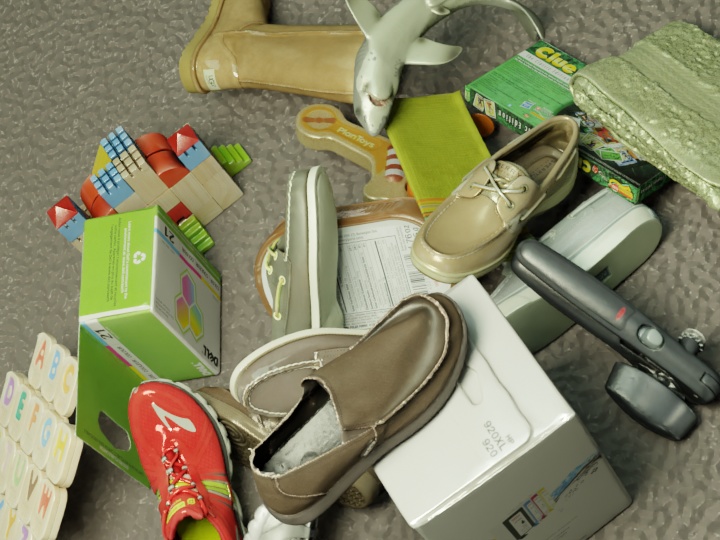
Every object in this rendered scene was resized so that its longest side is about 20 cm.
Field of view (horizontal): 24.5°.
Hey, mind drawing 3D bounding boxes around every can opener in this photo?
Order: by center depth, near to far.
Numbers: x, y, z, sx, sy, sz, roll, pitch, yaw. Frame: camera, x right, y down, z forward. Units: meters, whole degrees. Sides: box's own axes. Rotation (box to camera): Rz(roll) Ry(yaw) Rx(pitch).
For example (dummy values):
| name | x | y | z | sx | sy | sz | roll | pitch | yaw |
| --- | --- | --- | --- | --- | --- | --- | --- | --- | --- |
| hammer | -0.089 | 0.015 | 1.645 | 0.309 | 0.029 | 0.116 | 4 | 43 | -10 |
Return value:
| name | x | y | z | sx | sy | sz | roll | pitch | yaw |
| --- | --- | --- | --- | --- | --- | --- | --- | --- | --- |
| can opener | 0.201 | 0.044 | 1.310 | 0.200 | 0.063 | 0.079 | 42 | 65 | 2 |

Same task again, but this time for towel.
| name | x | y | z | sx | sy | sz | roll | pitch | yaw |
| --- | --- | --- | --- | --- | --- | --- | --- | --- | --- |
| towel | 0.287 | -0.136 | 1.395 | 0.147 | 0.037 | 0.200 | -29 | 51 | -22 |
| towel | 0.079 | -0.082 | 1.403 | 0.085 | 0.018 | 0.201 | -5 | 47 | -19 |

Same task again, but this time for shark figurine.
| name | x | y | z | sx | sy | sz | roll | pitch | yaw |
| --- | --- | --- | --- | --- | --- | --- | --- | --- | --- |
| shark figurine | 0.056 | -0.212 | 1.473 | 0.213 | 0.089 | 0.129 | -30 | 86 | -22 |

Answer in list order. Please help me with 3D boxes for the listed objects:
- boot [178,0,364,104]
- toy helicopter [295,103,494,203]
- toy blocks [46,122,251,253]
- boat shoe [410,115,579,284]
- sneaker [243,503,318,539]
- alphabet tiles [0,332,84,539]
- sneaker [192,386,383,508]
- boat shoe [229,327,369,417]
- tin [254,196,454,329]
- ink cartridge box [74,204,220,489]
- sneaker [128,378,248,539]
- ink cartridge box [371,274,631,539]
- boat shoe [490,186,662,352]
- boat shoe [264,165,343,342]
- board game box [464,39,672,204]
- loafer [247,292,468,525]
| name | x | y | z | sx | sy | sz | roll | pitch | yaw |
| --- | --- | --- | --- | --- | --- | --- | --- | --- | --- |
| boot | -0.054 | -0.222 | 1.585 | 0.198 | 0.066 | 0.176 | 4 | 51 | 24 |
| toy helicopter | 0.032 | -0.106 | 1.488 | 0.199 | 0.079 | 0.132 | 27 | 56 | 22 |
| toy blocks | -0.205 | -0.073 | 1.539 | 0.199 | 0.137 | 0.100 | -38 | 56 | 0 |
| boat shoe | 0.111 | -0.061 | 1.333 | 0.072 | 0.065 | 0.199 | 35 | 50 | 23 |
| sneaker | -0.055 | 0.252 | 1.341 | 0.081 | 0.075 | 0.202 | 18 | 93 | 16 |
| alphabet tiles | -0.291 | 0.161 | 1.455 | 0.200 | 0.014 | 0.198 | 26 | 100 | 60 |
| sneaker | -0.054 | 0.136 | 1.419 | 0.198 | 0.071 | 0.076 | 23 | 56 | 26 |
| boat shoe | -0.007 | 0.090 | 1.365 | 0.197 | 0.073 | 0.060 | -7 | 36 | -18 |
| tin | 0.000 | 0.000 | 1.427 | 0.198 | 0.042 | 0.113 | -8 | 105 | 25 |
| ink cartridge box | -0.183 | 0.069 | 1.449 | 0.075 | 0.148 | 0.202 | -11 | 62 | 15 |
| sneaker | -0.139 | 0.183 | 1.365 | 0.076 | 0.085 | 0.202 | -23 | 87 | 7 |
| ink cartridge box | 0.092 | 0.133 | 1.265 | 0.144 | 0.200 | 0.148 | -36 | 56 | 1 |
| boat shoe | 0.158 | 0.003 | 1.391 | 0.200 | 0.070 | 0.072 | -36 | 51 | -5 |
| boat shoe | -0.051 | 0.008 | 1.388 | 0.059 | 0.204 | 0.072 | 6 | 28 | 15 |
| board game box | 0.196 | -0.133 | 1.443 | 0.104 | 0.024 | 0.199 | -33 | 51 | -28 |
| loafer | -0.002 | 0.093 | 1.165 | 0.073 | 0.071 | 0.200 | 37 | 84 | 34 |
